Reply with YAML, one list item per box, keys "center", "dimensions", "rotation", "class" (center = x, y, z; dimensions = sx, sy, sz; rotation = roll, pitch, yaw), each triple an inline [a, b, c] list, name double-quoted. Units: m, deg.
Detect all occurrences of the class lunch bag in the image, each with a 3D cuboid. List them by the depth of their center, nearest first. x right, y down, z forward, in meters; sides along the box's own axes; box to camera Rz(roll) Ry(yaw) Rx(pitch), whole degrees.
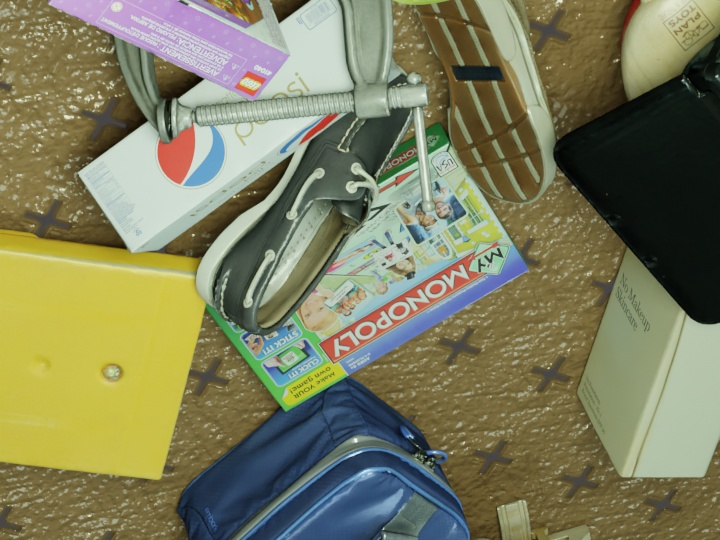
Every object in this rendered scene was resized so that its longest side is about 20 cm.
- center: [-0.019, 0.183, 1.742]
  dimensions: [0.200, 0.132, 0.136]
  rotation: [-42, 128, 15]
  class: "lunch bag"

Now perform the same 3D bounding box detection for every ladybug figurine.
- center: [0.242, -0.138, 1.626]
  dimensions: [0.136, 0.072, 0.200]
  rotation: [-38, 129, 10]
  class: "ladybug figurine"

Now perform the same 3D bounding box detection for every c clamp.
- center: [-0.054, -0.122, 1.485]
  dimensions: [0.200, 0.027, 0.171]
  rotation: [1, 92, 8]
  class: "c clamp"

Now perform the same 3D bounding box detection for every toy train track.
- center: [0.085, 0.242, 1.888]
  dimensions: [0.200, 0.033, 0.115]
  rotation: [-15, 130, -6]
  class: "toy train track"

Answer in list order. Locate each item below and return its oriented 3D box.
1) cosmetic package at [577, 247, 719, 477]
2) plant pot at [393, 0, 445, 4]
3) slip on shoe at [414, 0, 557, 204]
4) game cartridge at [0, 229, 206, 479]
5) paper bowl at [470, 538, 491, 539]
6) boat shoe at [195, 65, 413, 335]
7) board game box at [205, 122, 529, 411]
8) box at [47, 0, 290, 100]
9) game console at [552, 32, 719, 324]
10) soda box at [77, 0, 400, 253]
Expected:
- center: [0.227, 0.040, 1.739]
  dimensions: [0.073, 0.104, 0.200]
  rotation: [1, 125, -19]
  class: "cosmetic package"
- center: [0.018, -0.251, 1.388]
  dimensions: [0.200, 0.184, 0.200]
  rotation: [-10, 128, -13]
  class: "plant pot"
- center: [0.088, -0.131, 1.583]
  dimensions: [0.076, 0.061, 0.200]
  rotation: [5, 135, 34]
  class: "slip on shoe"
- center: [-0.213, 0.054, 1.627]
  dimensions: [0.200, 0.032, 0.176]
  rotation: [9, 123, -12]
  class: "game cartridge"
- center: [0.070, 0.274, 1.780]
  dimensions: [0.201, 0.201, 0.104]
  rotation: [-39, 92, 12]
  class: "paper bowl"
- center: [-0.023, -0.044, 1.580]
  dimensions: [0.200, 0.060, 0.074]
  rotation: [-48, 140, -6]
  class: "boat shoe"
- center: [0.000, 0.000, 1.676]
  dimensions: [0.200, 0.029, 0.135]
  rotation: [-31, 129, 5]
  class: "board game box"
- center: [-0.124, -0.189, 1.375]
  dimensions: [0.137, 0.200, 0.039]
  rotation: [24, 118, -32]
  class: "box"
- center: [0.250, -0.086, 1.592]
  dimensions: [0.200, 0.116, 0.176]
  rotation: [45, 62, -34]
  class: "game console"
- center: [-0.075, -0.093, 1.539]
  dimensions: [0.200, 0.068, 0.064]
  rotation: [-35, 85, 9]
  class: "soda box"
